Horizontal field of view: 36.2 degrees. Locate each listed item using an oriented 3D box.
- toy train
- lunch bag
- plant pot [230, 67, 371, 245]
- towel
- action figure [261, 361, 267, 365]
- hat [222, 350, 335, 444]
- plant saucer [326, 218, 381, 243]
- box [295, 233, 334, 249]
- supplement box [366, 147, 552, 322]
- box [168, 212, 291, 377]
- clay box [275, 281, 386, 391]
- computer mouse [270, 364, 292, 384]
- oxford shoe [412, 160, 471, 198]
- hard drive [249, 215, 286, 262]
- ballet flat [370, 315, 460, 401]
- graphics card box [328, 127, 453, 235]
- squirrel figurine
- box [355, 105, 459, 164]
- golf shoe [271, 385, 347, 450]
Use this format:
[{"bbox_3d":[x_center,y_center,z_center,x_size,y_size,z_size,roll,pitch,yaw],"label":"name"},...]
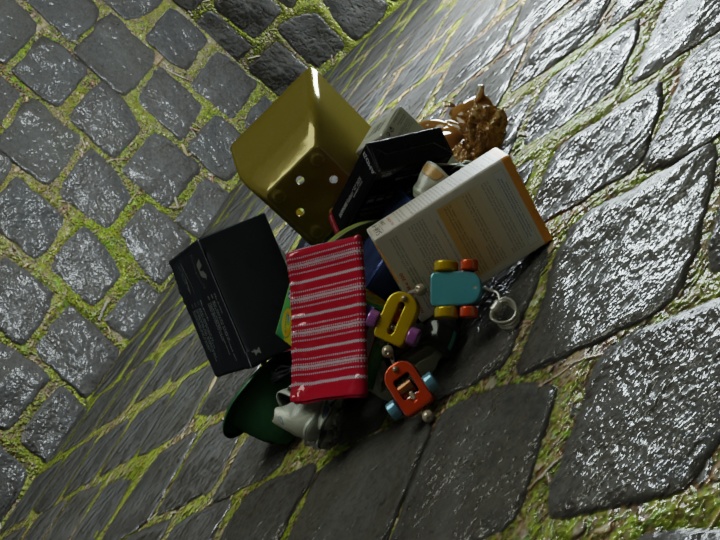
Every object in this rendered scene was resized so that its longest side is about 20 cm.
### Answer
[{"bbox_3d":[0.093,0.081,1.329,0.199,0.151,0.056,-41,-17,4],"label":"toy train"},{"bbox_3d":[0.074,-0.002,1.504,0.201,0.131,0.136,-55,17,12],"label":"lunch bag"},{"bbox_3d":[-0.074,-0.156,1.711,0.194,0.195,0.201,-42,23,15],"label":"plant pot"},{"bbox_3d":[-0.044,0.065,1.392,0.143,0.022,0.204,-10,79,47],"label":"towel"},{"bbox_3d":[-0.142,0.159,1.822,0.199,0.099,0.066,-18,35,59],"label":"action figure"},{"bbox_3d":[-0.094,0.238,1.639,0.167,0.175,0.199,-59,-20,20],"label":"hat"},{"bbox_3d":[0.000,0.000,1.612,0.200,0.199,0.031,-46,48,12],"label":"plant saucer"},{"bbox_3d":[-0.032,-0.011,1.830,0.199,0.117,0.198,-34,21,43],"label":"box"},{"bbox_3d":[0.123,-0.046,1.388,0.198,0.127,0.074,-31,16,0],"label":"supplement box"},{"bbox_3d":[-0.183,0.041,1.657,0.116,0.200,0.199,-23,1,-24],"label":"box"},{"bbox_3d":[-0.043,0.062,1.442,0.199,0.047,0.117,31,110,45],"label":"clay box"},{"bbox_3d":[-0.030,0.100,1.568,0.198,0.047,0.140,-24,2,-35],"label":"computer mouse"},{"bbox_3d":[0.154,-0.121,1.514,0.075,0.198,0.059,35,117,41],"label":"oxford shoe"},{"bbox_3d":[-0.128,0.031,1.728,0.025,0.201,0.133,-26,-22,-31],"label":"hard drive"},{"bbox_3d":[0.048,0.123,1.417,0.199,0.067,0.069,-38,31,39],"label":"ballet flat"},{"bbox_3d":[0.039,-0.119,1.562,0.124,0.052,0.200,-15,-21,-24],"label":"graphics card box"},{"bbox_3d":[0.173,-0.208,1.781,0.187,0.143,0.199,-44,26,-22],"label":"squirrel figurine"},{"bbox_3d":[0.095,-0.147,1.662,0.082,0.199,0.069,-26,26,56],"label":"box"},{"bbox_3d":[-0.064,0.167,1.511,0.200,0.095,0.080,-61,-17,-72],"label":"golf shoe"}]
